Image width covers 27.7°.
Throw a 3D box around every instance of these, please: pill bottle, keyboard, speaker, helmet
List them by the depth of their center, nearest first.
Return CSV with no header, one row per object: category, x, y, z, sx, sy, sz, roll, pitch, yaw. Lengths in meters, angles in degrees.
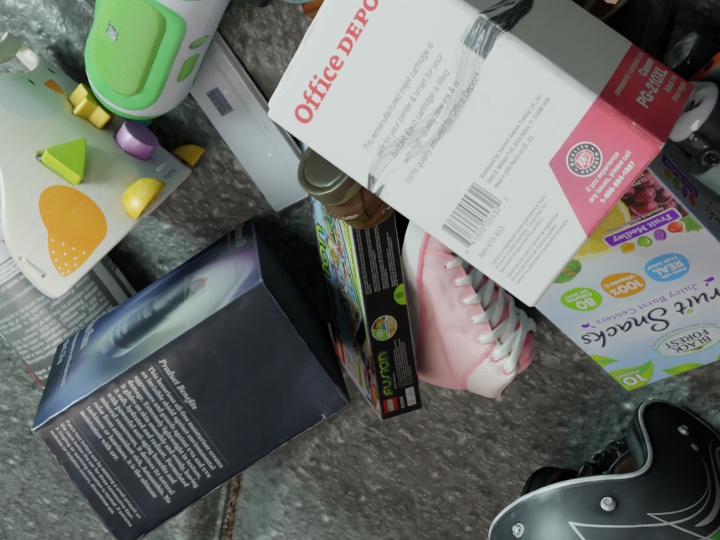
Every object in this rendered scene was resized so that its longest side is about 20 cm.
speaker,-0.140,-0.181,1.017,0.088,0.088,0.200,38,153,-1
helmet,0.198,0.211,1.089,0.200,0.191,0.200,13,127,18
keyboard,-0.103,-0.134,1.128,0.056,0.011,0.200,-21,110,42
pill bottle,-0.252,0.035,1.253,0.114,0.114,0.200,-23,109,37

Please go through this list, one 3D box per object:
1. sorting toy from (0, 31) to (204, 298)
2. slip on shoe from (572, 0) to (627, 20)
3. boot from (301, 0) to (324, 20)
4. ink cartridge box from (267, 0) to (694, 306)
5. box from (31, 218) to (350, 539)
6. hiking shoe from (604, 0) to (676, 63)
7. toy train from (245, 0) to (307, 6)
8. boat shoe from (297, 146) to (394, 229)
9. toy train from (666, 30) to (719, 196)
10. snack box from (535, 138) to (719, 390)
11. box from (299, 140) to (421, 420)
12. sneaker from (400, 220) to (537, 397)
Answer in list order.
sorting toy,-0.228,-0.104,1.111,0.107,0.200,0.180,-42,98,22
slip on shoe,0.186,-0.235,0.875,0.076,0.061,0.200,36,113,-1
boot,0.006,-0.244,0.954,0.200,0.077,0.155,-36,109,29
ink cartridge box,0.067,-0.099,0.856,0.200,0.084,0.145,36,130,2
box,-0.128,0.077,1.116,0.198,0.200,0.123,-32,106,2
hiking shoe,0.132,-0.119,0.970,0.101,0.076,0.200,29,132,2
toy train,-0.041,-0.240,0.847,0.114,0.085,0.200,11,136,-35
boat shoe,0.041,-0.117,0.979,0.200,0.072,0.068,-48,135,4
toy train,0.268,-0.067,0.896,0.200,0.114,0.085,34,132,-16
snack box,0.187,-0.006,0.988,0.142,0.053,0.200,-23,132,35
box,0.000,0.000,1.097,0.035,0.110,0.200,-16,117,-14
sneaker,0.087,0.018,1.089,0.105,0.075,0.200,21,137,19
